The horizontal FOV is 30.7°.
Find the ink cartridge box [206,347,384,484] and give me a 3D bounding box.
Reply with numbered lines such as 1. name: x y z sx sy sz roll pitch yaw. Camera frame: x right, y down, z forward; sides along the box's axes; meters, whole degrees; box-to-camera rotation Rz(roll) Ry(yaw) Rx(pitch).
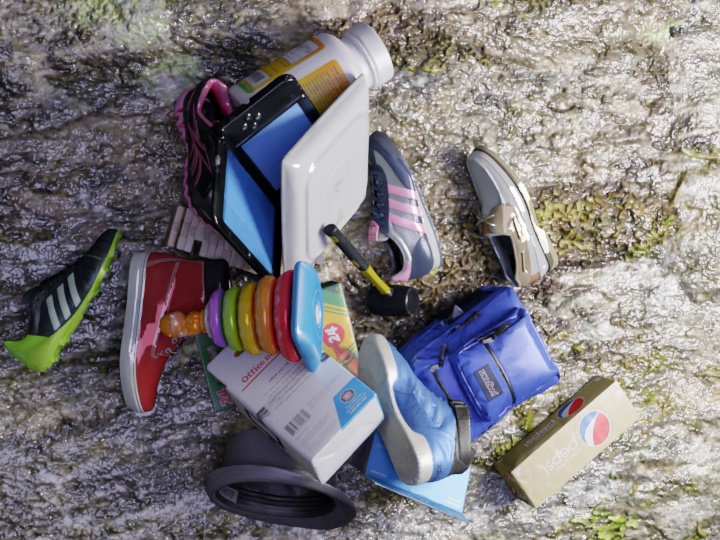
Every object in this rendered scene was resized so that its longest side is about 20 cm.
1. ink cartridge box: -0.081 0.150 1.607 0.116 0.199 0.068 -44 148 -16

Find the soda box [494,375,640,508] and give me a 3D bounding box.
1. soda box: 0.285 0.236 1.812 0.199 0.064 0.068 -38 103 -12

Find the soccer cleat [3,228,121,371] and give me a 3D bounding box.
1. soccer cleat: -0.365 0.028 1.609 0.080 0.068 0.201 31 84 -3

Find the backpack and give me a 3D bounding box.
1. backpack: 0.143 0.128 1.714 0.199 0.168 0.164 -31 94 -9

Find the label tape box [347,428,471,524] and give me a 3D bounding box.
1. label tape box: 0.061 0.248 1.674 0.143 0.200 0.064 25 86 -16

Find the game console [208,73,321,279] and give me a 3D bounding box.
1. game console: -0.094 -0.103 1.565 0.175 0.200 0.117 -37 59 0

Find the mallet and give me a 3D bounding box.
1. mallet: 0.000 0.000 1.676 0.200 0.065 0.042 43 55 -41

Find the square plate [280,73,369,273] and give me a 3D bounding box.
1. square plate: -0.037 -0.109 1.610 0.028 0.200 0.200 21 47 20

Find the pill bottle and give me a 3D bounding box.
1. pill bottle: -0.061 -0.229 1.660 0.199 0.111 0.112 -33 101 -13

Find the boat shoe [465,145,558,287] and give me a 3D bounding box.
1. boat shoe: 0.193 -0.070 1.764 0.068 0.075 0.201 -36 103 -18

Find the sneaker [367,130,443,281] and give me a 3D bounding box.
1. sneaker: 0.038 -0.080 1.718 0.081 0.070 0.202 -26 99 -18

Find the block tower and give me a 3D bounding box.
1. block tower: -0.148 -0.027 1.674 0.198 0.054 0.059 17 89 -16

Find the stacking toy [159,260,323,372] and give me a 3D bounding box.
1. stacking toy: -0.145 0.059 1.567 0.197 0.116 0.111 -4 61 10

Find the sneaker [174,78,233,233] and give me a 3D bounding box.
1. sneaker: -0.175 -0.144 1.614 0.078 0.095 0.203 -10 79 -32

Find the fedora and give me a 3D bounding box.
1. fedora: -0.099 0.257 1.667 0.197 0.177 0.091 11 60 -10

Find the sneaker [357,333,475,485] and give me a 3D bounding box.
1. sneaker: 0.074 0.168 1.630 0.110 0.077 0.201 -3 55 -34

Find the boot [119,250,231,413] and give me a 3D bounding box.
1. boot: -0.220 0.082 1.627 0.142 0.072 0.203 6 93 3

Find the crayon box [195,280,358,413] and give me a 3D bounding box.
1. crayon box: -0.106 0.102 1.695 0.198 0.051 0.129 -17 98 -15
